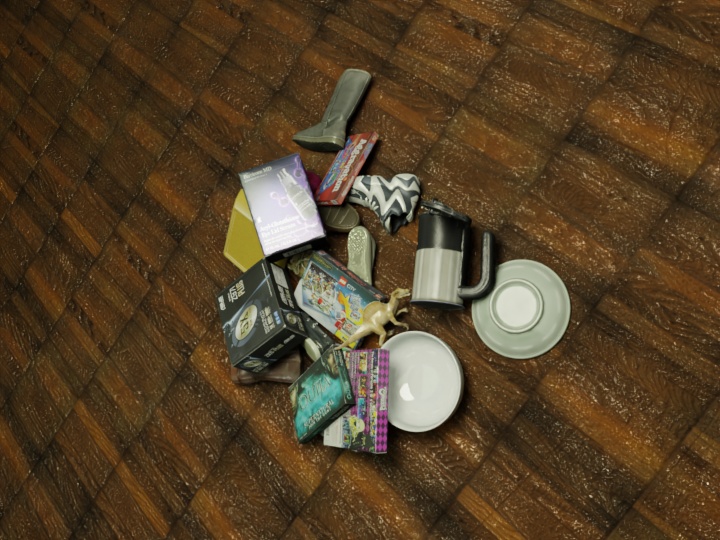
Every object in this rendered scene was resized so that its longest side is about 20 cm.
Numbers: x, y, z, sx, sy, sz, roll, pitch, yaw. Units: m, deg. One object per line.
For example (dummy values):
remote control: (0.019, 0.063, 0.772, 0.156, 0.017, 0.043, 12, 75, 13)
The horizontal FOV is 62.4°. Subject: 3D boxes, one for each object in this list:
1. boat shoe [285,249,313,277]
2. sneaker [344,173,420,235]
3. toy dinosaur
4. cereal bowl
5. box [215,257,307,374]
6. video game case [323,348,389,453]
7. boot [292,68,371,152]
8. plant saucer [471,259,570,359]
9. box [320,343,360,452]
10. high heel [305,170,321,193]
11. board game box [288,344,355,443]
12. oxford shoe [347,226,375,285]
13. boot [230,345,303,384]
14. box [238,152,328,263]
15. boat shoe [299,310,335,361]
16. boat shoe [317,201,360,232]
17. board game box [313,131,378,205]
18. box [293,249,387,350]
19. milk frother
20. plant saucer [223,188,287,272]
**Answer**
boat shoe: (-0.166, -0.041, 1.447, 0.199, 0.063, 0.074, 35, 95, 29)
sneaker: (0.039, -0.142, 1.357, 0.196, 0.080, 0.132, -1, 70, 16)
toy dinosaur: (0.036, 0.117, 1.280, 0.200, 0.101, 0.058, -42, 23, 2)
cereal bowl: (0.124, 0.230, 1.229, 0.197, 0.083, 0.203, -7, 75, 26)
box: (-0.229, 0.103, 1.356, 0.163, 0.086, 0.202, -35, 54, 18)
video game case: (-0.010, 0.267, 1.236, 0.180, 0.035, 0.203, -14, 70, 51)
boot: (-0.073, -0.399, 1.478, 0.180, 0.072, 0.203, 10, 82, 35)
plant saucer: (0.314, 0.073, 1.188, 0.197, 0.050, 0.203, -7, 76, 26)
box: (-0.029, 0.279, 1.322, 0.143, 0.036, 0.203, 16, 85, 29)
high heel: (-0.174, -0.235, 1.477, 0.198, 0.096, 0.068, 16, 86, 28)
board game box: (-0.089, 0.270, 1.288, 0.200, 0.028, 0.137, -47, 46, 37)
oxford shoe: (0.000, 0.000, 1.363, 0.074, 0.058, 0.203, 7, 96, 22)
boot: (-0.221, 0.180, 1.426, 0.197, 0.064, 0.189, -8, 84, 26)
box: (-0.170, -0.138, 1.331, 0.146, 0.104, 0.203, -20, 84, -2)
boat shoe: (-0.122, 0.132, 1.383, 0.066, 0.075, 0.199, -26, 35, -19)
boat shoe: (-0.076, -0.128, 1.422, 0.198, 0.068, 0.072, 20, 69, 31)
board game box: (-0.037, -0.239, 1.398, 0.102, 0.019, 0.202, 4, 60, 48)
box: (-0.052, 0.064, 1.345, 0.199, 0.038, 0.138, 36, 112, 20)
milk frother: (0.160, -0.029, 1.194, 0.179, 0.198, 0.191, -4, 76, 45)
plant saucer: (-0.264, -0.065, 1.458, 0.199, 0.048, 0.202, 36, 124, 26)
